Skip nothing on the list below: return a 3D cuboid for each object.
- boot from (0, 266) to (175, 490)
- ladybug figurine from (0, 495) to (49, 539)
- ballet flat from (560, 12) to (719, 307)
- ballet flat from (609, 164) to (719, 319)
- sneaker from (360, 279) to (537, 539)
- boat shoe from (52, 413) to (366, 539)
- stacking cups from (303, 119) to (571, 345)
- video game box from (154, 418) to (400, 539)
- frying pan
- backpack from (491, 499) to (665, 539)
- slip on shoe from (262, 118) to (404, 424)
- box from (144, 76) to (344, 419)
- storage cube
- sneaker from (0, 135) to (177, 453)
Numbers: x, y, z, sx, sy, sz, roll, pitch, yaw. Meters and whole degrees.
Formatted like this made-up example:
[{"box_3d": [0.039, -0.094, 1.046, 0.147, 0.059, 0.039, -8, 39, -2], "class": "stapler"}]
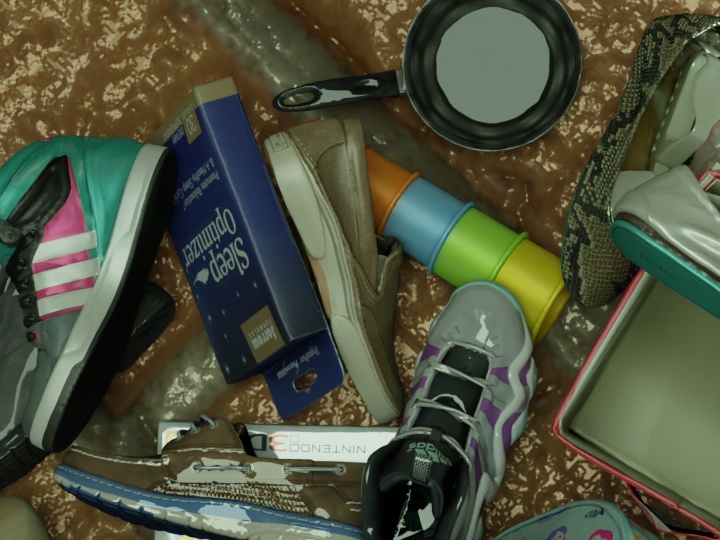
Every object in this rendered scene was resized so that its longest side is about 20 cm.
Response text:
[{"box_3d": [-0.228, 0.045, 1.430, 0.132, 0.070, 0.200, 43, 81, 12], "class": "boot"}, {"box_3d": [-0.263, 0.232, 1.387, 0.200, 0.136, 0.072, -47, 114, -12], "class": "ladybug figurine"}, {"box_3d": [0.181, -0.072, 1.348, 0.068, 0.075, 0.200, 32, 70, -29], "class": "ballet flat"}, {"box_3d": [0.225, 0.016, 1.187, 0.200, 0.069, 0.069, 42, 92, 10], "class": "ballet flat"}, {"box_3d": [0.049, 0.099, 1.297, 0.078, 0.140, 0.201, 11, 86, 13], "class": "sneaker"}, {"box_3d": [-0.087, 0.128, 1.356, 0.199, 0.072, 0.073, 12, 76, 7], "class": "boat shoe"}, {"box_3d": [0.040, -0.026, 1.399, 0.200, 0.061, 0.061, 29, 90, 13], "class": "stacking cups"}, {"box_3d": [-0.040, 0.195, 1.396, 0.182, 0.047, 0.201, 0, 85, 10], "class": "video game box"}, {"box_3d": [0.053, -0.111, 1.411, 0.190, 0.031, 0.115, -33, 82, 3], "class": "frying pan"}, {"box_3d": [0.107, 0.229, 1.245, 0.150, 0.177, 0.200, 34, 51, -22], "class": "backpack"}, {"box_3d": [0.000, 0.000, 1.367, 0.060, 0.076, 0.201, -21, 106, -2], "class": "slip on shoe"}, {"box_3d": [-0.076, -0.007, 1.381, 0.032, 0.121, 0.200, -19, 82, -26], "class": "box"}, {"box_3d": [0.228, 0.065, 1.300, 0.171, 0.180, 0.200, 30, 91, 9], "class": "storage cube"}, {"box_3d": [-0.200, 0.003, 1.362, 0.120, 0.084, 0.201, 17, 78, 10], "class": "sneaker"}]
